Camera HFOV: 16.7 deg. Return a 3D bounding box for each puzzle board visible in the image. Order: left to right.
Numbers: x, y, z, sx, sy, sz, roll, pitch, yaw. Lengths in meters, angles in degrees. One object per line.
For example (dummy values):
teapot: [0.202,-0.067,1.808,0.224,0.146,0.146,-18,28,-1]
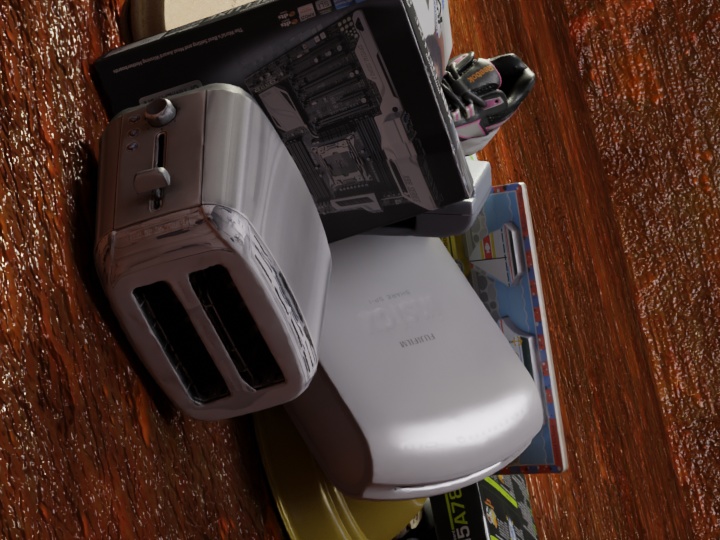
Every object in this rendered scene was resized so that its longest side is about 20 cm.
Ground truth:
puzzle board: [0.072,0.045,1.718,0.017,0.151,0.201,-10,92,-43]

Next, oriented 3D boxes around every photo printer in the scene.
photo printer: [0.018,0.060,1.632,0.166,0.069,0.200,-13,60,-37]

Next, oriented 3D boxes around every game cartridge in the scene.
game cartridge: [-0.015,-0.053,1.647,0.133,0.199,0.042,-40,131,-78]

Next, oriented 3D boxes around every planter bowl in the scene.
planter bowl: [-0.003,0.123,1.706,0.200,0.083,0.201,-17,90,-78]

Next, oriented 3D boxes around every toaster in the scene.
toaster: [-0.086,-0.002,1.462,0.129,0.113,0.200,-86,158,-50]

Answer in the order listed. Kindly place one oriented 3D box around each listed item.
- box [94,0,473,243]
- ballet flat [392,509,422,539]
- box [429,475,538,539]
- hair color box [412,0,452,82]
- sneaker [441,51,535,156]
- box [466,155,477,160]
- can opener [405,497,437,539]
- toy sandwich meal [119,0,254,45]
box: [-0.047,-0.093,1.544,0.050,0.200,0.158,-67,139,-74]
ballet flat: [0.041,0.160,1.872,0.200,0.046,0.068,-49,143,-82]
box: [0.098,0.196,1.894,0.200,0.047,0.194,45,34,-65]
hair color box: [0.020,-0.166,1.702,0.200,0.064,0.111,-70,158,-60]
sneaker: [0.059,-0.125,1.800,0.080,0.086,0.200,53,34,4]
box: [0.054,-0.076,2.199,0.176,0.096,0.201,-14,86,-77]
can opener: [0.047,0.219,1.897,0.066,0.053,0.200,39,7,8]
toy sandwich meal: [-0.091,-0.162,1.654,0.205,0.070,0.206,7,80,-45]
